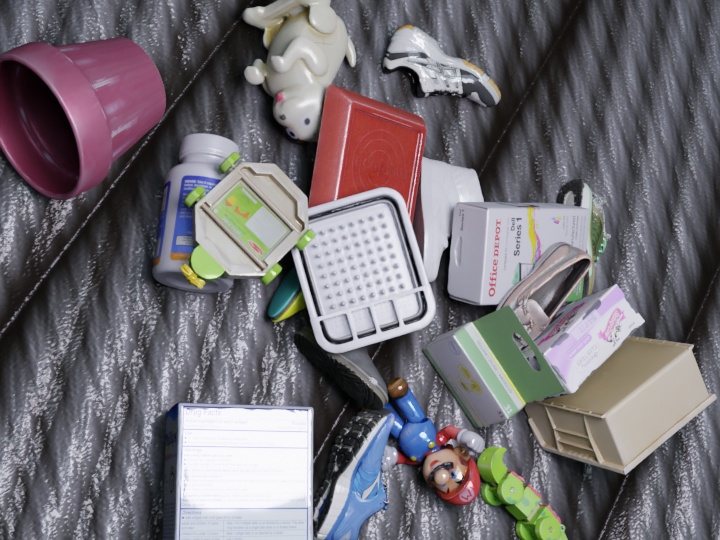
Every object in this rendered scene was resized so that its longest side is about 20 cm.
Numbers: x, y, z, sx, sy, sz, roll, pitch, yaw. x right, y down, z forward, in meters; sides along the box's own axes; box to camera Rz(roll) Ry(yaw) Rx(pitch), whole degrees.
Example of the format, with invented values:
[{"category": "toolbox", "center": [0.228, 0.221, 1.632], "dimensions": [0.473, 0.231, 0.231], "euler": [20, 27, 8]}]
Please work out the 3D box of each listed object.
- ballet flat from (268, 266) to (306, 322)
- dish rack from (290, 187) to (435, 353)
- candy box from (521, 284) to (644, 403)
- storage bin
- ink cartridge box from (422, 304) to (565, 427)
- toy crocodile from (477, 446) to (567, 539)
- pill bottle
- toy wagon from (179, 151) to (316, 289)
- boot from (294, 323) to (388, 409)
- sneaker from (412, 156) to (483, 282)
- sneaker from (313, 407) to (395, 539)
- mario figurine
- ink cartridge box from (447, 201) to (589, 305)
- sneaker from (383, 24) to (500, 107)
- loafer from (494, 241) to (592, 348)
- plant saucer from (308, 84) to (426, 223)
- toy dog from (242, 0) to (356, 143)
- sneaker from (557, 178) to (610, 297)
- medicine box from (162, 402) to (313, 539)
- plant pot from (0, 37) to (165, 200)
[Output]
[{"category": "ballet flat", "center": [-0.063, -0.002, 1.499], "dimensions": [0.067, 0.067, 0.201], "euler": [36, 65, -27]}, {"category": "dish rack", "center": [0.000, 0.000, 1.433], "dimensions": [0.170, 0.044, 0.202], "euler": [-16, 87, -3]}, {"category": "candy box", "center": [0.291, 0.115, 1.525], "dimensions": [0.167, 0.200, 0.072], "euler": [-38, 92, -25]}, {"category": "storage bin", "center": [0.375, 0.190, 1.544], "dimensions": [0.199, 0.198, 0.094], "euler": [-32, 106, -24]}, {"category": "ink cartridge box", "center": [0.185, 0.141, 1.478], "dimensions": [0.048, 0.200, 0.146], "euler": [-34, 90, -27]}, {"category": "toy crocodile", "center": [0.242, 0.343, 1.520], "dimensions": [0.200, 0.067, 0.062], "euler": [47, 65, -4]}, {"category": "pill bottle", "center": [-0.218, -0.080, 1.430], "dimensions": [0.111, 0.112, 0.202], "euler": [11, 73, -18]}, {"category": "toy wagon", "center": [-0.160, -0.052, 1.362], "dimensions": [0.155, 0.040, 0.200], "euler": [45, 68, -4]}, {"category": "boot", "center": [0.027, 0.079, 1.489], "dimensions": [0.182, 0.073, 0.200], "euler": [41, 59, 19]}, {"category": "sneaker", "center": [0.137, -0.072, 1.584], "dimensions": [0.115, 0.074, 0.202], "euler": [8, 73, -15]}, {"category": "sneaker", "center": [0.001, 0.285, 1.439], "dimensions": [0.089, 0.078, 0.201], "euler": [26, 87, -25]}, {"category": "mario figurine", "center": [0.092, 0.250, 1.463], "dimensions": [0.200, 0.123, 0.106], "euler": [48, 53, 1]}, {"category": "ink cartridge box", "center": [0.239, -0.026, 1.565], "dimensions": [0.199, 0.084, 0.146], "euler": [-1, 99, -30]}, {"category": "sneaker", "center": [0.125, -0.301, 1.648], "dimensions": [0.199, 0.076, 0.088], "euler": [30, 84, -8]}, {"category": "loafer", "center": [0.258, 0.044, 1.504], "dimensions": [0.072, 0.063, 0.200], "euler": [43, 79, -30]}, {"category": "plant saucer", "center": [0.021, -0.149, 1.515], "dimensions": [0.199, 0.037, 0.202], "euler": [12, 85, -42]}, {"category": "toy dog", "center": [-0.085, -0.287, 1.537], "dimensions": [0.193, 0.139, 0.202], "euler": [20, 63, -54]}, {"category": "sneaker", "center": [0.371, -0.045, 1.670], "dimensions": [0.088, 0.077, 0.202], "euler": [10, 75, -27]}, {"category": "medicine box", "center": [-0.161, 0.278, 1.365], "dimensions": [0.181, 0.103, 0.202], "euler": [5, 75, -20]}, {"category": "plant pot", "center": [-0.365, -0.218, 1.378], "dimensions": [0.179, 0.200, 0.201], "euler": [-36, 91, -40]}]
